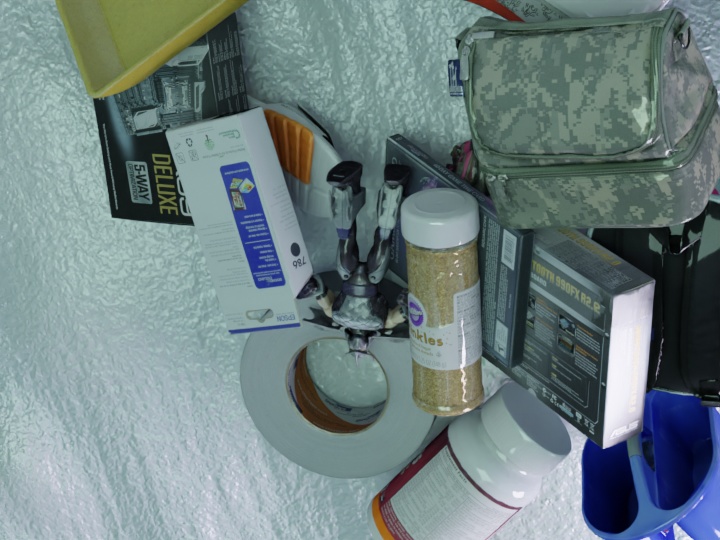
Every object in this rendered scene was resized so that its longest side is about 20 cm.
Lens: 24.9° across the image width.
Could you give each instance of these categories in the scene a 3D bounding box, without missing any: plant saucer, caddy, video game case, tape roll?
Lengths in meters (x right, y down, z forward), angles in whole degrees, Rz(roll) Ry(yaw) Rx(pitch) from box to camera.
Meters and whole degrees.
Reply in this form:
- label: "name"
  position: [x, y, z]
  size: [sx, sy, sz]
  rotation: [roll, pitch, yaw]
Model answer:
- label: "plant saucer"
  position: [-0.179, -0.267, 1.476]
  size: [0.200, 0.048, 0.200]
  rotation: [-34, 53, 14]
- label: "caddy"
  position: [0.275, 0.184, 1.498]
  size: [0.141, 0.200, 0.105]
  rotation: [-30, 116, 24]
- label: "video game case"
  position: [0.084, -0.020, 1.484]
  size: [0.200, 0.019, 0.143]
  rotation: [41, 141, 43]
- label: "tape roll"
  position: [-0.015, 0.102, 1.613]
  size: [0.200, 0.066, 0.201]
  rotation: [5, 111, 15]

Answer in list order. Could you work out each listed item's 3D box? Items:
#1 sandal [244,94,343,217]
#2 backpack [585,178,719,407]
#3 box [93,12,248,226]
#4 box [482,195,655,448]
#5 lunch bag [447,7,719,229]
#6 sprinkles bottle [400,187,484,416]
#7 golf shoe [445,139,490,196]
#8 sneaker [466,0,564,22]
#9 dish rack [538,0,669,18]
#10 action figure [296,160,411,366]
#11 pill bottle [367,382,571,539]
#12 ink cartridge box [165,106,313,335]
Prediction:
- label: "sandal"
  position: [-0.077, -0.130, 1.553]
  size: [0.207, 0.059, 0.079]
  rotation: [36, 127, 24]
- label: "backpack"
  position: [0.286, -0.001, 1.441]
  size: [0.177, 0.151, 0.200]
  rotation: [5, 124, 20]
- label: "box"
  position: [-0.179, -0.144, 1.552]
  size: [0.158, 0.050, 0.200]
  rotation: [7, 113, 34]
- label: "box"
  position: [0.172, 0.039, 1.440]
  size: [0.200, 0.048, 0.159]
  rotation: [36, 137, 46]
- label: "lunch bag"
  position: [0.186, -0.134, 1.340]
  size: [0.200, 0.139, 0.168]
  rotation: [1, 125, 31]
- label: "sprinkles bottle"
  position: [0.074, 0.029, 1.444]
  size: [0.068, 0.068, 0.200]
  rotation: [3, 119, 14]
- label: "golf shoe"
  position: [0.141, -0.125, 1.490]
  size: [0.092, 0.073, 0.200]
  rotation: [17, 121, -7]
- label: "sneaker"
  position: [0.154, -0.263, 1.400]
  size: [0.201, 0.067, 0.108]
  rotation: [24, 147, 14]
- label: "dish rack"
  position: [0.183, -0.279, 1.319]
  size: [0.200, 0.044, 0.172]
  rotation: [31, 126, -12]
- label: "action figure"
  position: [0.000, 0.000, 1.501]
  size: [0.130, 0.069, 0.200]
  rotation: [5, 115, 3]
- label: "pill bottle"
  position: [0.106, 0.206, 1.593]
  size: [0.110, 0.110, 0.200]
  rotation: [42, 114, -2]
- label: "ink cartridge box"
  position: [-0.105, -0.043, 1.480]
  size: [0.099, 0.039, 0.200]
  rotation: [-6, 103, 41]
